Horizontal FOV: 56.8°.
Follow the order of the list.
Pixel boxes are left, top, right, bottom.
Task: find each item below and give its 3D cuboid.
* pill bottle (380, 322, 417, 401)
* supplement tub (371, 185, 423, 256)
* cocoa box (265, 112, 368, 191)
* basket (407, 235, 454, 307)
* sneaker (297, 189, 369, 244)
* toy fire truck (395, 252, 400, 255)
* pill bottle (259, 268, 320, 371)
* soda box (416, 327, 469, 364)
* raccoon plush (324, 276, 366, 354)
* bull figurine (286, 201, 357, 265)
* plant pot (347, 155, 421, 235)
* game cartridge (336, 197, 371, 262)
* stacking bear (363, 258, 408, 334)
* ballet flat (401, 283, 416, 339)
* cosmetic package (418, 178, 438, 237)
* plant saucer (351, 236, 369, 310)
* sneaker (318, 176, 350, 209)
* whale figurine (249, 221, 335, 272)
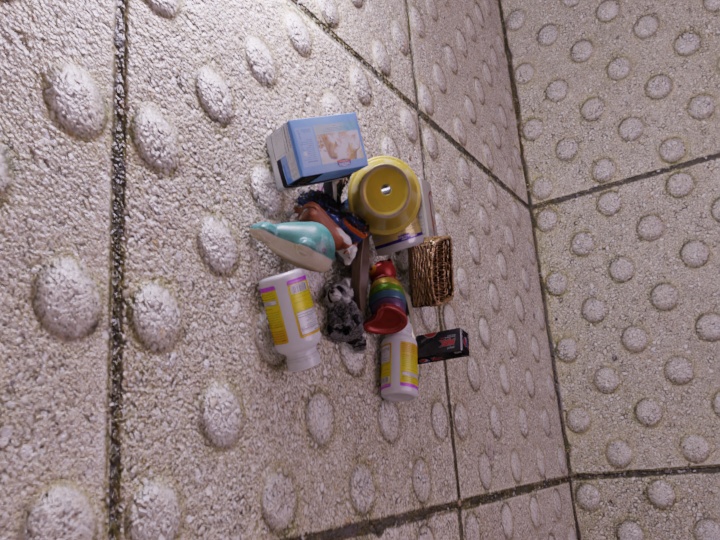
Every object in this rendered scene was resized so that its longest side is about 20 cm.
[{"bbox_3d":[0.106,0.247,1.824,0.104,0.102,0.206,34,51,-49],"label":"pill bottle"},{"bbox_3d":[0.086,-0.157,1.858,0.144,0.142,0.206,-21,95,-60],"label":"supplement tub"},{"bbox_3d":[-0.102,-0.281,1.576,0.196,0.130,0.138,-16,90,-35],"label":"cocoa box"},{"bbox_3d":[0.218,0.003,1.995,0.143,0.144,0.207,-93,180,-81],"label":"basket"},{"bbox_3d":[-0.075,-0.123,1.647,0.197,0.079,0.076,35,33,-4],"label":"sneaker"},{"bbox_3d":[0.113,-0.168,2.012,0.174,0.126,0.206,8,62,-58],"label":"toy fire truck"},{"bbox_3d":[-0.145,0.107,1.427,0.104,0.102,0.206,-19,95,-60],"label":"pill bottle"},{"bbox_3d":[0.215,0.222,1.928,0.063,0.195,0.073,32,52,-50],"label":"soda box"},{"bbox_3d":[-0.042,0.113,1.678,0.202,0.093,0.137,83,-3,-58],"label":"raccoon plush"},{"bbox_3d":[-0.092,-0.087,1.595,0.201,0.119,0.066,52,38,-36],"label":"bull figurine"},{"bbox_3d":[0.062,-0.194,1.686,0.189,0.194,0.207,-90,166,-89],"label":"plant pot"},{"bbox_3d":[-0.029,-0.122,1.809,0.200,0.037,0.133,-47,123,-56],"label":"game cartridge"},{"bbox_3d":[0.067,0.060,1.830,0.111,0.122,0.204,18,46,-26],"label":"stacking bear"},{"bbox_3d":[0.119,0.127,1.937,0.069,0.068,0.205,35,41,-49],"label":"ballet flat"},{"bbox_3d":[0.180,-0.176,2.127,0.087,0.101,0.207,10,71,-59],"label":"cosmetic package"},{"bbox_3d":[0.000,0.000,1.738,0.200,0.028,0.207,4,90,-84],"label":"plant saucer"},{"bbox_3d":[-0.058,-0.242,1.729,0.084,0.080,0.207,6,72,-30],"label":"sneaker"},{"bbox_3d":[-0.143,-0.072,1.472,0.196,0.158,0.107,26,82,-26],"label":"whale figurine"}]
